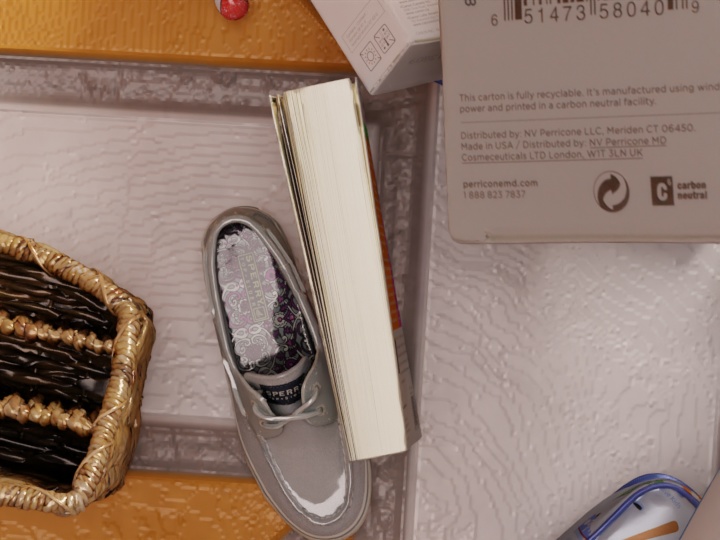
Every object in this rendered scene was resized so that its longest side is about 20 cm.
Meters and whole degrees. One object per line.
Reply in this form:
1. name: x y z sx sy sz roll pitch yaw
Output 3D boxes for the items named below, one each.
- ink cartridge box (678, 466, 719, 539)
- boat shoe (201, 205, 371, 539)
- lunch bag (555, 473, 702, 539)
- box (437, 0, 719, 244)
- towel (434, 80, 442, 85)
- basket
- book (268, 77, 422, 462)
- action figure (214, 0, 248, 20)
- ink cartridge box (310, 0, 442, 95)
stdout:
1. ink cartridge box: 0.256 0.218 1.294 0.200 0.145 0.148 28 92 -14
2. boat shoe: -0.048 0.061 1.426 0.070 0.072 0.201 -19 89 4
3. lunch bag: 0.184 0.221 1.411 0.160 0.076 0.200 -41 89 -2
4. box: 0.165 -0.114 1.304 0.199 0.171 0.201 0 95 36
5. towel: 0.151 -0.133 1.441 0.200 0.024 0.145 27 90 2
6. basket: -0.221 0.047 1.399 0.199 0.149 0.143 12 91 4
7. book: 0.000 0.000 1.392 0.048 0.134 0.201 -11 88 6
8. action figure: -0.112 -0.235 1.420 0.065 0.099 0.201 -25 91 5
9. ink cartridge box: 0.005 -0.197 1.397 0.200 0.109 0.050 58 136 18
